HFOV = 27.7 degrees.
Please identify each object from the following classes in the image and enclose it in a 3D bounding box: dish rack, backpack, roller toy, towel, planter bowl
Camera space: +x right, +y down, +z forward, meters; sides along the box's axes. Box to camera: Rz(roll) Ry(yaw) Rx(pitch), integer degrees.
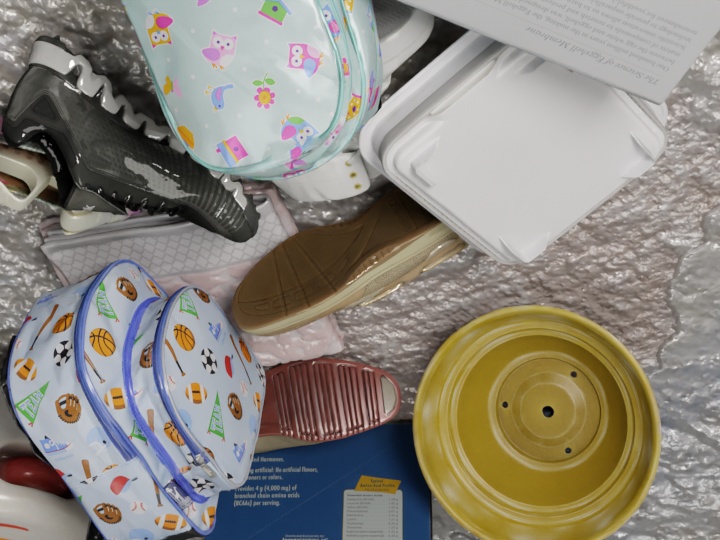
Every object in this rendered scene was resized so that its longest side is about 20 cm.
[{"bbox_3d":[0.112,-0.083,0.985,0.171,0.044,0.200,-38,137,17],"label":"dish rack"},{"bbox_3d":[-0.168,0.094,1.090,0.153,0.201,0.191,-30,120,21],"label":"backpack"},{"bbox_3d":[-0.314,0.177,1.252,0.198,0.141,0.183,-3,147,-1],"label":"roller toy"},{"bbox_3d":[-0.067,-0.154,0.862,0.166,0.127,0.202,-15,102,22],"label":"backpack"},{"bbox_3d":[-0.131,0.018,1.158,0.198,0.032,0.192,-9,136,12],"label":"towel"},{"bbox_3d":[0.148,0.123,1.194,0.199,0.083,0.202,2,98,16],"label":"planter bowl"}]

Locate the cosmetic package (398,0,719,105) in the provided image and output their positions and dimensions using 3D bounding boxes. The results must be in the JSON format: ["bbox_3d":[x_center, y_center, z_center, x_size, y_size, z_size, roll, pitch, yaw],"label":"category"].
[{"bbox_3d":[0.134,-0.230,0.821,0.198,0.124,0.200,19,133,-18],"label":"cosmetic package"}]

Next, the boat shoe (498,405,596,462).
[{"bbox_3d":[0.198,0.192,1.302,0.090,0.071,0.201,-16,132,23],"label":"boat shoe"}]

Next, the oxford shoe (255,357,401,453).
[{"bbox_3d":[-0.062,0.119,1.253,0.198,0.071,0.075,-5,163,5],"label":"oxford shoe"}]

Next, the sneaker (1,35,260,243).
[{"bbox_3d":[-0.162,-0.066,1.004,0.200,0.091,0.066,38,162,-19],"label":"sneaker"}]

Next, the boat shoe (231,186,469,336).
[{"bbox_3d":[0.000,0.000,1.086,0.199,0.072,0.065,-27,140,8],"label":"boat shoe"}]

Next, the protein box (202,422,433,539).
[{"bbox_3d":[-0.034,0.253,1.279,0.197,0.201,0.136,-1,137,2],"label":"protein box"}]

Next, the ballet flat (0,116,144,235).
[{"bbox_3d":[-0.225,-0.067,1.041,0.198,0.072,0.069,16,134,-15],"label":"ballet flat"}]

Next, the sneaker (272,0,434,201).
[{"bbox_3d":[-0.005,-0.116,0.990,0.199,0.074,0.115,-24,134,37],"label":"sneaker"}]
